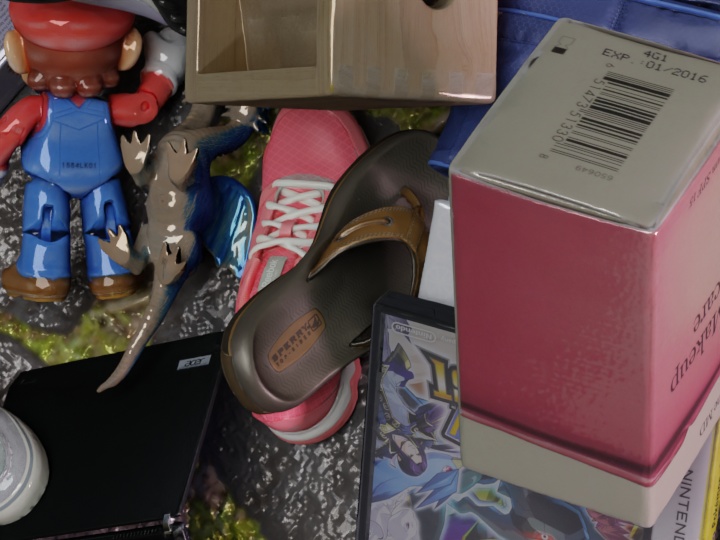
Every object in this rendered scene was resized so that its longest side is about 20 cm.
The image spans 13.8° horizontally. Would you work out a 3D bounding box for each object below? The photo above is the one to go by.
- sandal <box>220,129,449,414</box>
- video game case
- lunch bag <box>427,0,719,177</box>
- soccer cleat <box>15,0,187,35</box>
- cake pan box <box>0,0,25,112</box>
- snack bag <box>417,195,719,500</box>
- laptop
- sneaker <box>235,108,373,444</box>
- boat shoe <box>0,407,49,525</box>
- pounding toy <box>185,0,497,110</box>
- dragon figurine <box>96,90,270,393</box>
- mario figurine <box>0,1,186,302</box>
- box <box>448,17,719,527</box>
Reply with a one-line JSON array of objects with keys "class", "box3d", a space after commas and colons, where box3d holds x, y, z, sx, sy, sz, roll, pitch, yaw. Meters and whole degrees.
[{"class": "sandal", "box3d": [0.000, 0.000, 1.621, 0.054, 0.200, 0.082, -13, 116, 52]}, {"class": "video game case", "box3d": [0.094, 0.119, 1.594, 0.199, 0.025, 0.181, 15, 118, 21]}, {"class": "lunch bag", "box3d": [0.152, -0.086, 1.573, 0.199, 0.136, 0.133, 15, 85, 26]}, {"class": "soccer cleat", "box3d": [-0.129, -0.174, 1.643, 0.073, 0.199, 0.068, 45, 124, 54]}, {"class": "cake pan box", "box3d": [-0.304, -0.132, 1.799, 0.184, 0.052, 0.200, 45, 99, 21]}, {"class": "snack bag", "box3d": [0.112, 0.072, 1.594, 0.199, 0.021, 0.189, 24, 120, 22]}, {"class": "laptop", "box3d": [-0.130, 0.157, 1.695, 0.177, 0.103, 0.201, -12, 104, 39]}, {"class": "sneaker", "box3d": [-0.031, -0.005, 1.665, 0.073, 0.087, 0.201, 1, 84, 19]}, {"class": "boat shoe", "box3d": [-0.264, 0.084, 1.721, 0.200, 0.071, 0.070, 29, 83, 37]}, {"class": "pounding toy", "box3d": [0.014, -0.186, 1.559, 0.184, 0.142, 0.201, 3, 91, 58]}, {"class": "dragon figurine", "box3d": [-0.097, -0.027, 1.693, 0.059, 0.099, 0.201, 8, 93, 27]}, {"class": "mario figurine", "box3d": [-0.167, -0.086, 1.724, 0.106, 0.123, 0.201, 6, 98, 36]}, {"class": "box", "box3d": [0.118, 0.002, 1.439, 0.109, 0.201, 0.128, 18, 48, 22]}]
